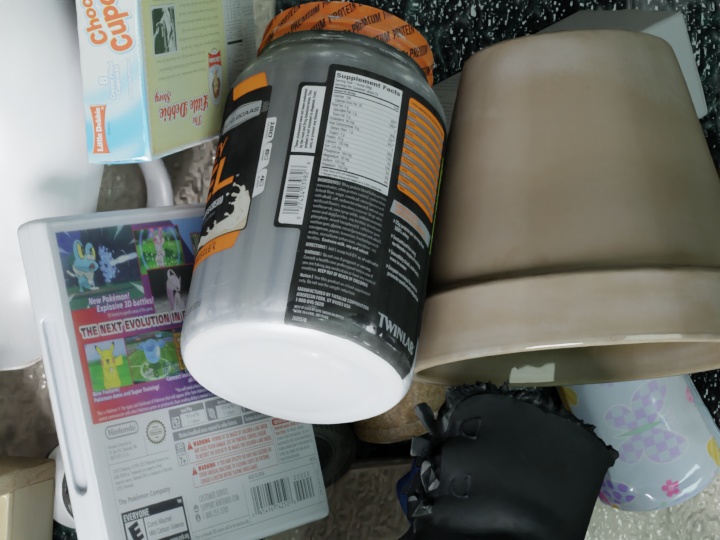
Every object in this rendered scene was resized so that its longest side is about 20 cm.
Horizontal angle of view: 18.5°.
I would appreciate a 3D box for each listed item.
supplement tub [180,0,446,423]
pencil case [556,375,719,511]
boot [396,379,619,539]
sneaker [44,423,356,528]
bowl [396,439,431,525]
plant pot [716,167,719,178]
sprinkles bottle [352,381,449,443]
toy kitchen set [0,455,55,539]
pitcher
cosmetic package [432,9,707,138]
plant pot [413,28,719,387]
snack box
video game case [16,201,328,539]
[{"bbox_3d":[-0.020,-0.032,1.160,0.122,0.122,0.201,29,56,-33],"label":"supplement tub"},{"bbox_3d":[0.164,0.055,1.412,0.090,0.083,0.201,-24,110,-6],"label":"pencil case"},{"bbox_3d":[0.109,0.153,1.189,0.197,0.074,0.163,17,47,1],"label":"boot"},{"bbox_3d":[-0.075,0.118,1.249,0.199,0.090,0.067,-5,98,-34],"label":"sneaker"},{"bbox_3d":[0.094,0.187,1.318,0.039,0.201,0.201,-40,119,5],"label":"bowl"},{"bbox_3d":[0.274,-0.002,1.411,0.185,0.200,0.188,-4,97,-33],"label":"plant pot"},{"bbox_3d":[0.000,0.000,1.303,0.068,0.068,0.201,-27,109,-29],"label":"sprinkles bottle"},{"bbox_3d":[-0.276,0.177,1.130,0.198,0.180,0.164,4,89,5],"label":"toy kitchen set"},{"bbox_3d":[-0.170,-0.073,1.162,0.171,0.121,0.201,-36,126,-46],"label":"pitcher"},{"bbox_3d":[0.103,-0.090,1.346,0.199,0.101,0.072,-29,112,-28],"label":"cosmetic package"},{"bbox_3d":[0.118,-0.032,1.206,0.199,0.200,0.175,3,78,-35],"label":"plant pot"},{"bbox_3d":[-0.099,-0.125,1.169,0.200,0.037,0.117,-34,121,-74],"label":"snack box"},{"bbox_3d":[-0.093,0.057,1.156,0.200,0.023,0.184,-9,87,-58],"label":"video game case"}]
